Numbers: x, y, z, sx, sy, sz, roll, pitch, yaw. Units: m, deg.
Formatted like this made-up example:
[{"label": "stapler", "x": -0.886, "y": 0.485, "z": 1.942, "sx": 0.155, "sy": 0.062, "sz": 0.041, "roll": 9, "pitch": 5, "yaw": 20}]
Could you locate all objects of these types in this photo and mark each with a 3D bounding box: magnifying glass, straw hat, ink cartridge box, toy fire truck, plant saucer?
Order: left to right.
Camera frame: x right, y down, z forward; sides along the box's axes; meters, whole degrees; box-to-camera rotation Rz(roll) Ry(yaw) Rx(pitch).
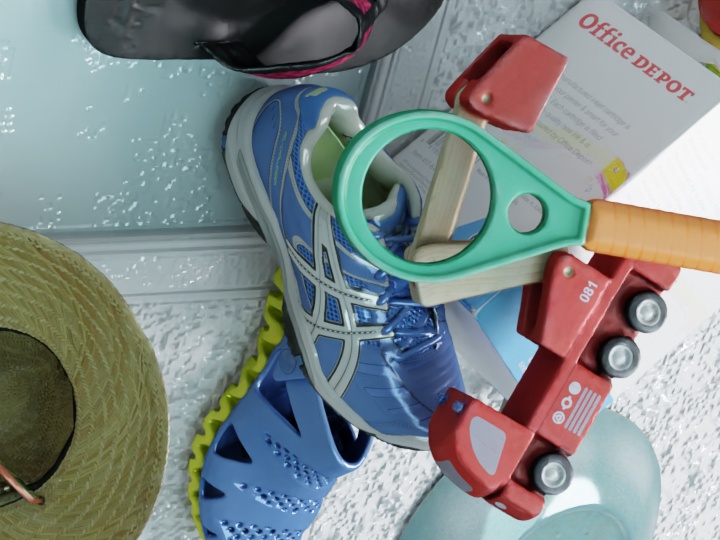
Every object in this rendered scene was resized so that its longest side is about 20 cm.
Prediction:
[{"label": "straw hat", "x": -0.174, "y": 0.067, "z": 1.292, "sx": 0.201, "sy": 0.201, "sz": 0.085, "roll": -60, "pitch": 171, "yaw": 13}, {"label": "toy fire truck", "x": 0.073, "y": 0.003, "z": 1.290, "sx": 0.141, "sy": 0.049, "sz": 0.200, "roll": 31, "pitch": 87, "yaw": -14}, {"label": "plant saucer", "x": 0.108, "y": 0.175, "z": 1.605, "sx": 0.200, "sy": 0.039, "sz": 0.202, "roll": -18, "pitch": 127, "yaw": -25}, {"label": "magnifying glass", "x": 0.085, "y": -0.025, "z": 1.255, "sx": 0.199, "sy": 0.022, "sz": 0.080, "roll": 10, "pitch": 93, "yaw": -13}, {"label": "ink cartridge box", "x": 0.124, "y": -0.036, "z": 1.411, "sx": 0.200, "sy": 0.129, "sz": 0.125, "roll": -39, "pitch": 134, "yaw": -6}]

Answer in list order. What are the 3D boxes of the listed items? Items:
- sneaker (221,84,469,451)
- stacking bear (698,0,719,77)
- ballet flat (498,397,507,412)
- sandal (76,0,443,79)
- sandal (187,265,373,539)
[{"label": "sneaker", "x": 0.000, "y": 0.000, "z": 1.318, "sx": 0.076, "sy": 0.077, "sz": 0.200, "roll": -34, "pitch": 100, "yaw": -30}, {"label": "stacking bear", "x": 0.226, "y": -0.137, "z": 1.437, "sx": 0.121, "sy": 0.114, "sz": 0.200, "roll": -39, "pitch": 129, "yaw": -8}, {"label": "ballet flat", "x": 0.146, "y": 0.016, "z": 1.521, "sx": 0.200, "sy": 0.067, "sz": 0.064, "roll": -34, "pitch": 106, "yaw": -13}, {"label": "sandal", "x": -0.040, "y": -0.122, "z": 1.294, "sx": 0.199, "sy": 0.045, "sz": 0.075, "roll": -6, "pitch": 122, "yaw": -33}, {"label": "sandal", "x": -0.029, "y": 0.081, "z": 1.413, "sx": 0.079, "sy": 0.087, "sz": 0.201, "roll": 0, "pitch": 120, "yaw": -38}]
